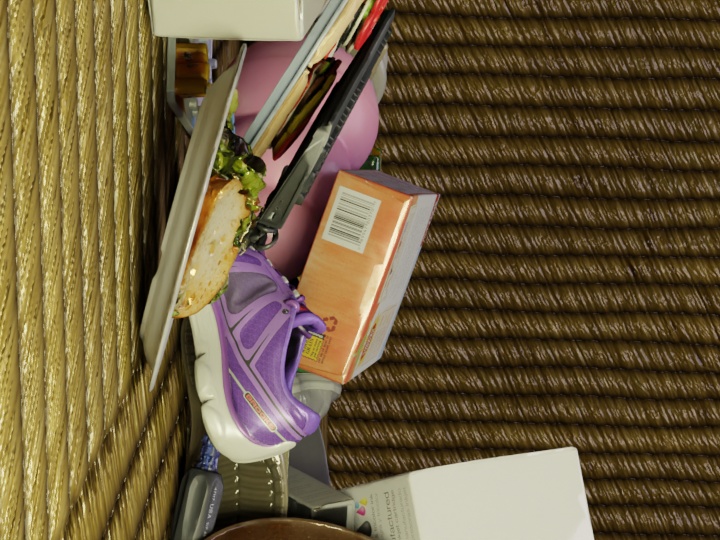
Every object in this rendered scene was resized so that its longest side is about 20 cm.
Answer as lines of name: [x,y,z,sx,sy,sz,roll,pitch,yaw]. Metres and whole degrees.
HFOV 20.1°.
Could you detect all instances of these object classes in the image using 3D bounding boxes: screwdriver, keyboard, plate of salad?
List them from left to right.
plate of salad: [-0.082,-0.027,1.131,0.200,0.048,0.201,-165,-90,-86]
screwdriver: [-0.094,0.088,1.306,0.028,0.029,0.201,178,-79,-66]
keyboard: [-0.025,-0.077,1.235,0.127,0.021,0.200,-54,-175,30]

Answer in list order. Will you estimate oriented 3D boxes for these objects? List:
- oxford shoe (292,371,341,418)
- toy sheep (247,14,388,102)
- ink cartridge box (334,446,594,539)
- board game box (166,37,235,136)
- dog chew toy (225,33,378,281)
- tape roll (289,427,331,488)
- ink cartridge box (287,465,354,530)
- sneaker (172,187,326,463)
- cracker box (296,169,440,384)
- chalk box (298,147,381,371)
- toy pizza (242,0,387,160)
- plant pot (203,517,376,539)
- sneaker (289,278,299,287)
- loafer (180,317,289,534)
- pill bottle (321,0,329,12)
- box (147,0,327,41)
oxford shoe: [-0.061,0.102,1.509,0.200,0.075,0.058,3,86,-80]
toy sheep: [-0.037,-0.187,1.774,0.201,0.137,0.139,-94,-177,-50]
ink cartridge box: [0.052,0.217,1.433,0.200,0.145,0.148,-24,-106,56]
board game box: [-0.100,-0.193,1.337,0.200,0.026,0.201,68,24,-84]
dog chew toy: [-0.056,-0.075,1.476,0.125,0.124,0.201,89,11,-54]
tape roll: [-0.063,0.212,1.607,0.200,0.066,0.202,175,-90,-81]
ink cartridge box: [-0.075,0.233,1.461,0.200,0.047,0.199,18,-71,54]
sneaker: [-0.067,0.021,1.275,0.081,0.083,0.201,59,17,-71]
cracker box: [0.000,0.000,1.429,0.200,0.057,0.135,-14,124,-82]
chalk box: [-0.044,-0.003,1.743,0.124,0.123,0.201,-74,164,-84]
toy pizza: [-0.019,-0.138,1.256,0.201,0.032,0.200,-57,-175,7]
plant pot: [-0.050,0.296,1.300,0.187,0.186,0.201,-86,-169,-58]
sneaker: [-0.082,-0.010,1.548,0.200,0.075,0.116,180,-96,-83]
loafer: [-0.081,0.108,1.371,0.068,0.075,0.201,-59,150,-75]
pill bottle: [-0.048,-0.304,1.557,0.113,0.112,0.201,-86,177,-55]
box: [-0.056,-0.206,1.189,0.200,0.094,0.078,-64,155,-60]
